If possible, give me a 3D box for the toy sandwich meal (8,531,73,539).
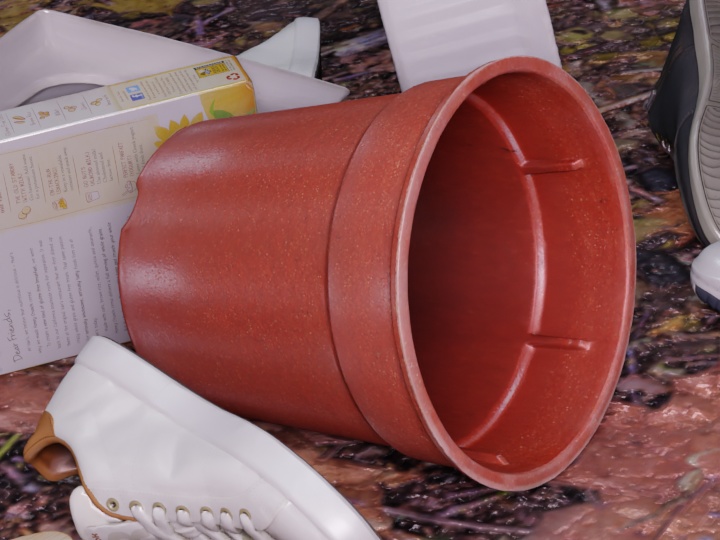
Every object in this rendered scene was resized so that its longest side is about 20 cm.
[{"bbox_3d":[-0.103,0.172,0.955,0.204,0.071,0.205,-7,26,3],"label":"toy sandwich meal"}]

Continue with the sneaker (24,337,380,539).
[{"bbox_3d":[-0.075,0.107,1.093,0.200,0.073,0.085,26,73,40],"label":"sneaker"}]

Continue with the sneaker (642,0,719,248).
[{"bbox_3d":[0.209,-0.068,1.376,0.074,0.106,0.201,11,54,-7],"label":"sneaker"}]

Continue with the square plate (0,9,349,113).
[{"bbox_3d":[-0.140,-0.082,1.360,0.197,0.029,0.200,11,-23,-33],"label":"square plate"}]

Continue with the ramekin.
[{"bbox_3d":[0.062,-0.167,1.469,0.097,0.201,0.201,-15,25,4],"label":"ramekin"}]

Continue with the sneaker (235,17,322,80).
[{"bbox_3d":[-0.065,-0.118,1.508,0.084,0.073,0.200,-2,12,3],"label":"sneaker"}]

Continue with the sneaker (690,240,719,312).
[{"bbox_3d":[0.266,-0.047,1.228,0.198,0.130,0.080,-5,25,8],"label":"sneaker"}]

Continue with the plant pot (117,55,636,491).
[{"bbox_3d":[0.000,0.000,1.163,0.195,0.202,0.201,1,26,37],"label":"plant pot"}]

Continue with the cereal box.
[{"bbox_3d":[-0.148,-0.025,1.289,0.199,0.144,0.040,-14,34,-13],"label":"cereal box"}]
